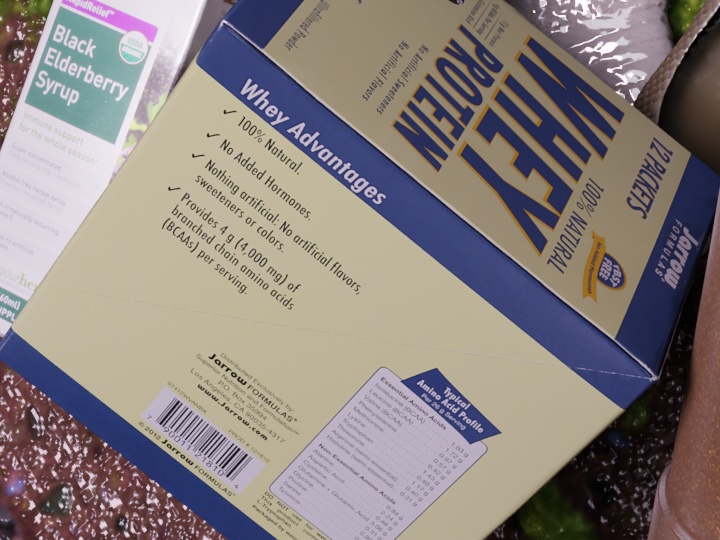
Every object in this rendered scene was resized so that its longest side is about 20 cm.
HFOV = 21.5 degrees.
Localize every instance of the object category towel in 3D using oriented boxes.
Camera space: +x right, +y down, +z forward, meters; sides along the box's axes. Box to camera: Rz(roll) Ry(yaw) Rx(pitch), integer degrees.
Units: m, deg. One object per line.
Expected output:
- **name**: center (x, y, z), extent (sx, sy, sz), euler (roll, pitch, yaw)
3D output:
- **towel**: center (0.049, -0.081, 0.859), extent (0.198, 0.034, 0.134), euler (-17, 81, 22)

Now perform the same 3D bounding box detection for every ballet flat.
- **ballet flat**: center (0.162, -0.086, 0.784), extent (0.067, 0.046, 0.201), euler (29, 89, 1)

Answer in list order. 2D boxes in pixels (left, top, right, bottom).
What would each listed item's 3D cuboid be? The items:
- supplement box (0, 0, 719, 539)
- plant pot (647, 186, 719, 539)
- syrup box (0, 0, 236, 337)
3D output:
- **supplement box**: center (0.000, 0.000, 0.751), extent (0.199, 0.135, 0.200), euler (38, 129, -5)
- **plant pot**: center (0.199, 0.041, 0.666), extent (0.198, 0.200, 0.201), euler (11, 112, 24)
- **syrup box**: center (-0.116, -0.059, 0.904), extent (0.078, 0.081, 0.202), euler (24, 98, 22)
